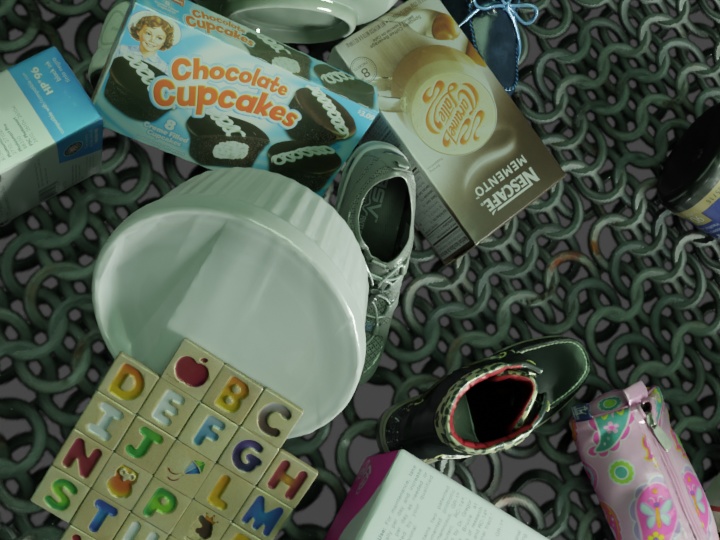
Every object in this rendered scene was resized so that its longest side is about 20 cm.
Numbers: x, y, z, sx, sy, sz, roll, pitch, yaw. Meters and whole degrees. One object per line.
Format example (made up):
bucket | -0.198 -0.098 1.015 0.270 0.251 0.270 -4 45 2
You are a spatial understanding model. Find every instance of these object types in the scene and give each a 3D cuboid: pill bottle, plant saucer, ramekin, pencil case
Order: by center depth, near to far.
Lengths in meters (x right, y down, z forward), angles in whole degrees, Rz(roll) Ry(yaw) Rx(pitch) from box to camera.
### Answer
ramekin | -0.085 0.018 0.697 0.201 0.203 0.095 31 37 -6
plant saucer | -0.055 -0.217 0.757 0.198 0.200 0.051 2 88 -15
pencil case | 0.247 0.193 0.801 0.087 0.087 0.202 -20 84 -19
pill bottle | 0.387 -0.059 0.885 0.199 0.112 0.113 30 71 -7

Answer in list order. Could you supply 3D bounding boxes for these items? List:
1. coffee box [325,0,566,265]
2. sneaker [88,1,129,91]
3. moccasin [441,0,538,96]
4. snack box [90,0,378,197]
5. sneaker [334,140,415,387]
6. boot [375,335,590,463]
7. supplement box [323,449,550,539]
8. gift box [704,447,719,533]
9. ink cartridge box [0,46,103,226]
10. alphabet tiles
coffee box | 0.068 -0.123 0.827 0.114 0.080 0.201 -36 88 -20
sneaker | -0.120 -0.174 0.795 0.198 0.075 0.082 8 66 -14
moccasin | 0.110 -0.255 0.867 0.080 0.068 0.202 -5 79 -40
snack box | -0.098 -0.130 0.745 0.198 0.116 0.037 20 41 -21
sneaker | 0.000 0.000 0.757 0.074 0.082 0.203 5 100 -13
boot | 0.122 0.098 0.750 0.202 0.154 0.074 -20 83 -19
supplement box | 0.077 0.233 0.734 0.199 0.101 0.104 32 70 -7
gift box | 0.419 0.185 0.806 0.187 0.184 0.200 48 66 -10
ink cartridge box | -0.290 -0.069 0.694 0.199 0.116 0.068 -34 87 -21
alphabet tiles | -0.134 0.155 0.690 0.166 0.006 0.201 33 101 -6
